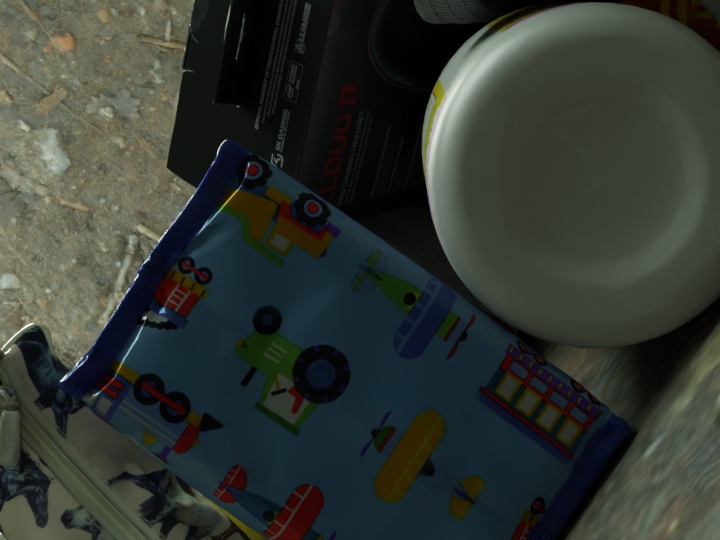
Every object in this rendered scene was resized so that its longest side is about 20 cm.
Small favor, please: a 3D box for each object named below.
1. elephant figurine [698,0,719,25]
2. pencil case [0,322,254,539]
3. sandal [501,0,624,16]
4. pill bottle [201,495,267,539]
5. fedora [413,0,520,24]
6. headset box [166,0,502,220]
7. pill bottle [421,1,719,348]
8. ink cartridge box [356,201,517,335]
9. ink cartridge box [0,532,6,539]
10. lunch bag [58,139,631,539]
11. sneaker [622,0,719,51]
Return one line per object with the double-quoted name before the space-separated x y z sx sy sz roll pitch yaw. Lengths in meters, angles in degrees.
"elephant figurine" 0.168 -0.164 0.553 0.200 0.156 0.141 -43 -32 16
"pencil case" -0.091 0.111 0.742 0.078 0.200 0.089 -47 -8 -3
"sandal" 0.136 -0.147 0.683 0.199 0.075 0.045 -28 12 12
"pill bottle" -0.045 0.092 0.883 0.201 0.111 0.111 -59 6 -35
"fedora" 0.042 -0.186 0.601 0.201 0.090 0.177 -67 -17 12
"headset box" 0.010 -0.106 0.754 0.199 0.075 0.150 -15 -53 -48
"pill bottle" 0.073 -0.040 0.633 0.105 0.104 0.200 -54 4 8
"ink cartridge box" 0.000 0.000 0.823 0.084 0.144 0.200 -64 -2 29
"ink cartridge box" -0.231 0.290 1.196 0.201 0.145 0.145 -53 4 20
"lunch bag" -0.015 0.044 0.632 0.094 0.150 0.200 -55 4 -6
"sneaker" 0.127 -0.141 0.854 0.077 0.072 0.201 -56 22 37
